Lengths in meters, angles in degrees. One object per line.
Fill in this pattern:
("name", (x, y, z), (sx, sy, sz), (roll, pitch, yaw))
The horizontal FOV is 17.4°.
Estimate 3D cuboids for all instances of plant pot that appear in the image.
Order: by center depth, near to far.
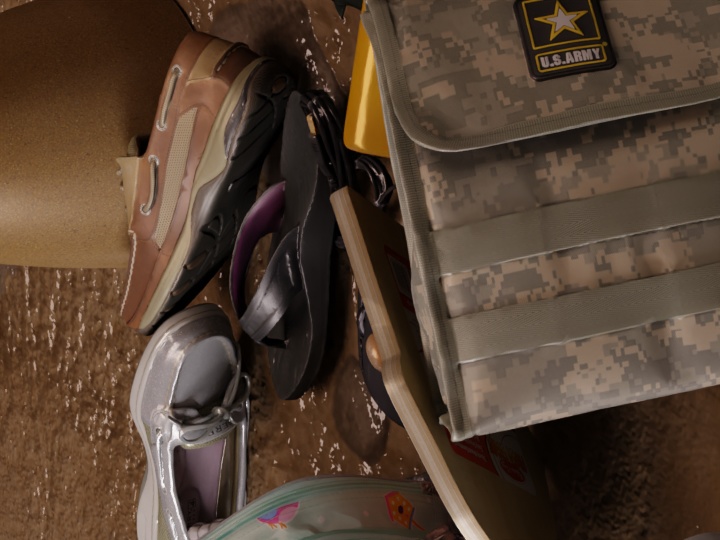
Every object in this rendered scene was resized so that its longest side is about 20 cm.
("plant pot", (-0.218, -0.079, 1.444), (0.186, 0.199, 0.187), (23, 119, 52))

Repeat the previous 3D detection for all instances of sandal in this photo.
("sandal", (-0.047, -0.014, 1.332), (0.075, 0.048, 0.201), (-120, 29, -49))

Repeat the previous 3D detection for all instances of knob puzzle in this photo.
("knob puzzle", (0.044, 0.076, 1.127), (0.030, 0.220, 0.220), (-25, 76, 15))

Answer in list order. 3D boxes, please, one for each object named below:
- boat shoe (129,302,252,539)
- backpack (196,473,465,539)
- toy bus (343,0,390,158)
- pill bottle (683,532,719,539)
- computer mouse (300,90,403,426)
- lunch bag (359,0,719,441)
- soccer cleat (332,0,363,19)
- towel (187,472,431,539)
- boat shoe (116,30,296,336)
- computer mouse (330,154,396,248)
("boat shoe", (-0.097, 0.111, 1.439), (0.065, 0.074, 0.203), (37, 133, 37))
("backpack", (-0.017, 0.186, 1.123), (0.176, 0.200, 0.154), (-35, 71, 23))
("toy bus", (0.040, -0.155, 1.109), (0.065, 0.078, 0.201), (10, 102, 8))
("pill bottle", (0.196, 0.203, 0.992), (0.200, 0.112, 0.113), (43, 132, 41))
("computer mouse", (0.000, 0.000, 1.222), (0.059, 0.034, 0.201), (-122, 11, -69))
("lunch bag", (0.095, -0.043, 1.004), (0.118, 0.163, 0.201), (179, 80, -88))
("soccer cleat", (-0.012, -0.184, 1.232), (0.200, 0.067, 0.081), (54, 152, 31))
("towel", (0.001, 0.203, 1.311), (0.200, 0.085, 0.166), (-20, 85, 55))
("boat shoe", (-0.103, -0.055, 1.378), (0.074, 0.076, 0.200), (34, 122, 13))
("computer mouse", (0.035, -0.046, 1.237), (0.200, 0.034, 0.059), (-19, 82, 63))
